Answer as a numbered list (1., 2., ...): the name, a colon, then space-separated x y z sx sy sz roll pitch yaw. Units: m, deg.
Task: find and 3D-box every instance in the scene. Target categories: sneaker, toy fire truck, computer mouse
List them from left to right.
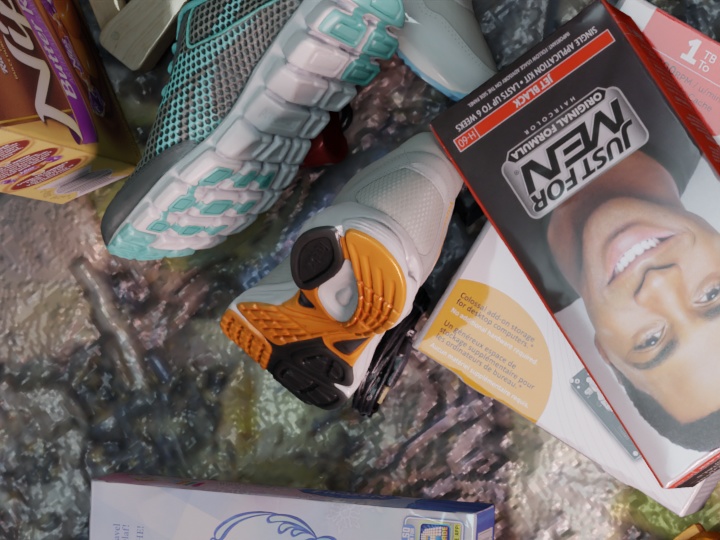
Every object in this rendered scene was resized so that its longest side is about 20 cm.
1. toy fire truck: -0.087 -0.142 1.266 0.141 0.049 0.200 -9 87 17
2. sneaker: -0.064 -0.089 1.205 0.200 0.078 0.091 -46 60 20
3. sneaker: 0.000 0.000 1.189 0.076 0.200 0.092 41 62 -4
4. sneaker: 0.023 -0.176 1.225 0.081 0.077 0.200 -29 82 11
5. computer mouse: 0.051 -0.015 1.221 0.034 0.059 0.200 26 96 0

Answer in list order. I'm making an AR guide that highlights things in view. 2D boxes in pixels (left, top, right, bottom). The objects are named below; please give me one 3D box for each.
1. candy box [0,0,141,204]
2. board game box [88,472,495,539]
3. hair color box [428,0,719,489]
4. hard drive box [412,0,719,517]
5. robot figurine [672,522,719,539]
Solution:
1. candy box: -0.182 -0.101 1.213 0.056 0.200 0.117 -24 82 14
2. board game box: -0.037 0.205 1.194 0.199 0.043 0.200 3 92 18
3. hair color box: 0.129 -0.012 1.110 0.101 0.061 0.200 -36 76 14
4. hard drive box: 0.145 -0.008 1.183 0.156 0.077 0.200 31 95 14
5. robot figurine: 0.239 0.182 1.158 0.145 0.058 0.200 -40 78 11
